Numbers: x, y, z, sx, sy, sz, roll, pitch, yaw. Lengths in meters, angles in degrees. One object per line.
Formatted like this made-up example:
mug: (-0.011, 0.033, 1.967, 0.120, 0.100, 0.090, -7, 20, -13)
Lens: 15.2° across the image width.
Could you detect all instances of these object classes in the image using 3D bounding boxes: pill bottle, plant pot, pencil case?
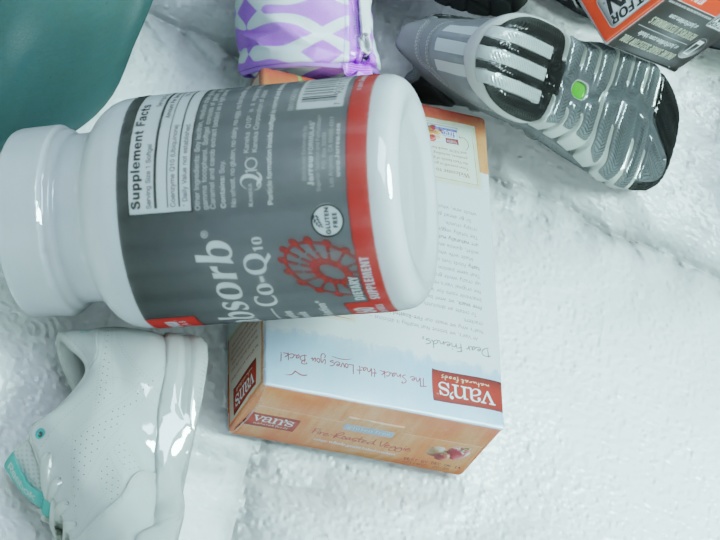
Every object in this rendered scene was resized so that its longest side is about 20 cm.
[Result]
pill bottle: (-0.069, -0.031, 1.322, 0.200, 0.116, 0.116, -5, 54, 12)
plant pot: (-0.185, -0.188, 1.383, 0.200, 0.161, 0.201, 14, 54, -20)
pencil case: (-0.025, -0.195, 1.474, 0.084, 0.085, 0.200, -1, 90, -40)

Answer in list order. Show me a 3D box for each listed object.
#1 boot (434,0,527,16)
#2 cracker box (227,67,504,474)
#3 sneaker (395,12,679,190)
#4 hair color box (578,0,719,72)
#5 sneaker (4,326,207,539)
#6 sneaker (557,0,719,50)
boot: (0.051, -0.226, 1.558, 0.200, 0.068, 0.131, 32, 46, 30)
cracker box: (0.000, 0.000, 1.426, 0.134, 0.058, 0.200, 12, 54, -20)
sneaker: (0.092, -0.107, 1.538, 0.200, 0.115, 0.075, 27, 81, -50)
hair color box: (0.133, -0.215, 1.534, 0.101, 0.061, 0.200, 10, 48, -60)
sneaker: (-0.128, 0.111, 1.287, 0.088, 0.075, 0.200, 11, 48, -6)
sneaker: (0.181, -0.181, 1.652, 0.200, 0.072, 0.083, 23, 19, -9)
